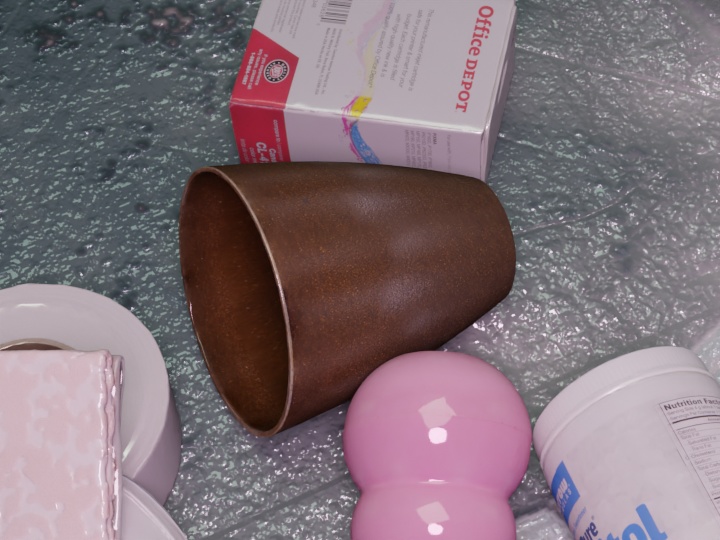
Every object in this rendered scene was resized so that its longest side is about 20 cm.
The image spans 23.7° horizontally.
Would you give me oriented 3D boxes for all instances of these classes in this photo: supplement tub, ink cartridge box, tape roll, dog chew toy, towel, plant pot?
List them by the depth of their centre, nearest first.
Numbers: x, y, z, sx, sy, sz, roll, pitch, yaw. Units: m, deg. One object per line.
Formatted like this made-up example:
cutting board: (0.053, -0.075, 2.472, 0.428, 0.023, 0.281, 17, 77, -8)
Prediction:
towel: (-0.234, 0.149, 1.073, 0.190, 0.032, 0.201, -3, 83, 21)
supplement tub: (0.204, 0.163, 1.078, 0.132, 0.132, 0.200, -19, 55, -10)
dog chew toy: (0.048, 0.156, 1.102, 0.124, 0.125, 0.201, 1, 70, 4)
tape roll: (-0.225, 0.110, 1.180, 0.202, 0.071, 0.203, -1, 54, 2)
plant pot: (0.000, 0.000, 1.196, 0.200, 0.187, 0.187, -14, 54, -25)
ink cartridge box: (0.012, -0.147, 1.339, 0.199, 0.086, 0.148, 10, 55, 9)

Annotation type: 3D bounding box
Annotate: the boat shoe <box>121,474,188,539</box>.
boat shoe: (-0.114, 0.205, 1.067, 0.074, 0.065, 0.200, -33, 83, -30)
